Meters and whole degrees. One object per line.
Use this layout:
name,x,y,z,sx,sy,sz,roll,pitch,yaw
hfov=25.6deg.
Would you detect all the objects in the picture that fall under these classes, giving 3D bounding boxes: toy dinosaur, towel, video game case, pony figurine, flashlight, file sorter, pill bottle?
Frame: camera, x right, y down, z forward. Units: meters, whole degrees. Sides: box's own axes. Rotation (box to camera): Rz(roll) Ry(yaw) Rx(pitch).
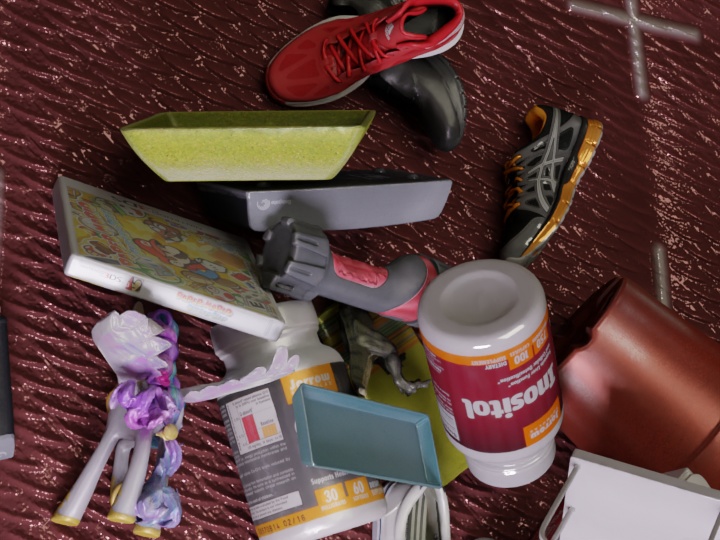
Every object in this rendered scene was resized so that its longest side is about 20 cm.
toy dinosaur,0.014,0.073,1.423,0.088,0.047,0.200,39,22,-27
towel,0.035,0.110,1.489,0.086,0.018,0.200,-32,91,-28
video game case,-0.165,-0.013,1.327,0.182,0.200,0.023,19,106,-20
pony figurine,-0.168,0.110,1.283,0.166,0.193,0.200,23,69,-31
flashlight,0.000,0.000,1.384,0.200,0.068,0.068,21,36,-43
file sorter,0.214,0.278,1.312,0.139,0.200,0.125,15,35,20
pill bottle,0.121,0.097,1.413,0.113,0.113,0.200,-46,139,-31
pill bottle,-0.058,0.133,1.372,0.116,0.116,0.200,-13,81,-31

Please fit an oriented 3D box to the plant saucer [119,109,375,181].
plant saucer,-0.090,-0.108,1.363,0.200,0.200,0.048,0,99,3

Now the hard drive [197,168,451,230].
hard drive,-0.033,-0.066,1.434,0.200,0.135,0.042,-5,100,-27

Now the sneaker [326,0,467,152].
sneaker,0.033,-0.200,1.561,0.091,0.076,0.200,-25,80,-22

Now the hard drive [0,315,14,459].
hard drive,-0.373,0.091,1.259,0.200,0.042,0.135,1,74,-28

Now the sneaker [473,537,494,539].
sneaker,0.122,0.333,1.415,0.078,0.099,0.200,13,69,-24

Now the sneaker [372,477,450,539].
sneaker,0.044,0.279,1.406,0.073,0.071,0.200,7,72,-26

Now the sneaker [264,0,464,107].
sneaker,0.003,-0.215,1.468,0.200,0.116,0.078,-26,90,-2

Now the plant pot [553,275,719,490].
plant pot,0.274,0.122,1.521,0.195,0.201,0.201,40,60,-2

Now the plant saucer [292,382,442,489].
plant saucer,0.006,0.143,1.335,0.200,0.019,0.070,21,53,-55

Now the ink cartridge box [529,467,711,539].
ink cartridge box,0.264,0.273,1.451,0.147,0.200,0.083,49,59,-6

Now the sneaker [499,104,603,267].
sneaker,0.175,-0.083,1.597,0.077,0.078,0.200,28,59,-3
